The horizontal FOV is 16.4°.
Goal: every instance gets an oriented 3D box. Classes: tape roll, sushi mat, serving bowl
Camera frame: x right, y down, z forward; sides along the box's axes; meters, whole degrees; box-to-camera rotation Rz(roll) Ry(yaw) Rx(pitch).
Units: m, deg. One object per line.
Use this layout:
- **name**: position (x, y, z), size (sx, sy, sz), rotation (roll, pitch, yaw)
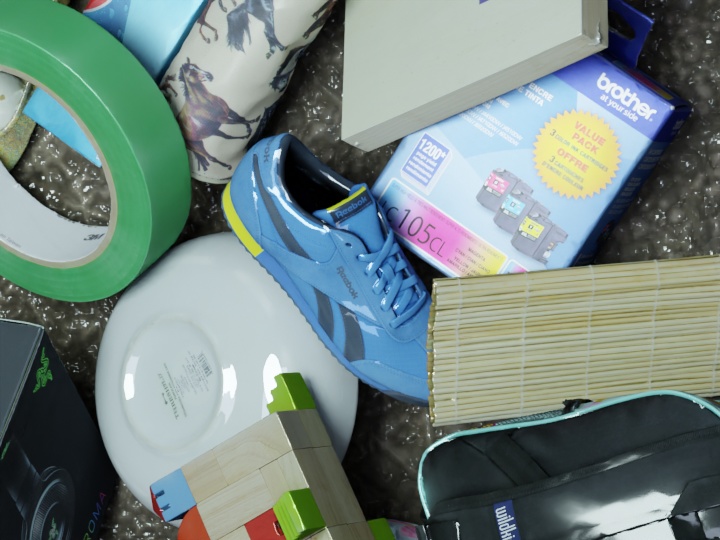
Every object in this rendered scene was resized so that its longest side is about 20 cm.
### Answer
- **tape roll**: position (-0.201, -0.076, 1.578), size (0.200, 0.048, 0.201), rotation (19, 131, 24)
- **sushi mat**: position (0.138, 0.042, 1.526), size (0.200, 0.012, 0.096), rotation (-5, 113, -10)
- **serving bowl**: position (-0.099, 0.072, 1.585), size (0.200, 0.066, 0.200), rotation (-3, 85, 35)

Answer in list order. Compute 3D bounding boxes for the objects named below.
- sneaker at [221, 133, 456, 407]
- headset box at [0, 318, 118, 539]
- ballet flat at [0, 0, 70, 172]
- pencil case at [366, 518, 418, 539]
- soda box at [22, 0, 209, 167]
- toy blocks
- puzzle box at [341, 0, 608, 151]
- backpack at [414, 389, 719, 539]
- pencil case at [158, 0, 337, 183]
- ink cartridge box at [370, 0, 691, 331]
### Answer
- **sneaker**: position (0.000, 0.000, 1.523), size (0.200, 0.066, 0.078), rotation (48, 142, -2)
- **headset box**: position (-0.242, 0.143, 1.562), size (0.093, 0.200, 0.174), rotation (8, 58, 17)
- **ballet flat**: position (-0.235, -0.151, 1.642), size (0.071, 0.071, 0.200), rotation (24, 100, 12)
- **pencil case**: position (0.007, 0.258, 1.592), size (0.083, 0.091, 0.200), rotation (4, 94, 15)
- **soda box**: position (-0.133, -0.167, 1.614), size (0.068, 0.064, 0.200), rotation (35, 101, 10)
- **toy blocks**: position (-0.061, 0.181, 1.496), size (0.137, 0.100, 0.200), rotation (-30, 76, 24)
- **puzzle box**: position (0.067, -0.163, 1.508), size (0.200, 0.025, 0.133), rotation (-20, 58, 42)
- **backpack**: position (0.153, 0.156, 1.370), size (0.200, 0.153, 0.176), rotation (-22, 67, 32)
- **pencil case**: position (-0.061, -0.154, 1.570), size (0.078, 0.089, 0.200), rotation (36, 109, 14)
- **ink cartridge box**: position (0.110, -0.082, 1.548), size (0.136, 0.076, 0.200), rotation (34, 100, 11)
